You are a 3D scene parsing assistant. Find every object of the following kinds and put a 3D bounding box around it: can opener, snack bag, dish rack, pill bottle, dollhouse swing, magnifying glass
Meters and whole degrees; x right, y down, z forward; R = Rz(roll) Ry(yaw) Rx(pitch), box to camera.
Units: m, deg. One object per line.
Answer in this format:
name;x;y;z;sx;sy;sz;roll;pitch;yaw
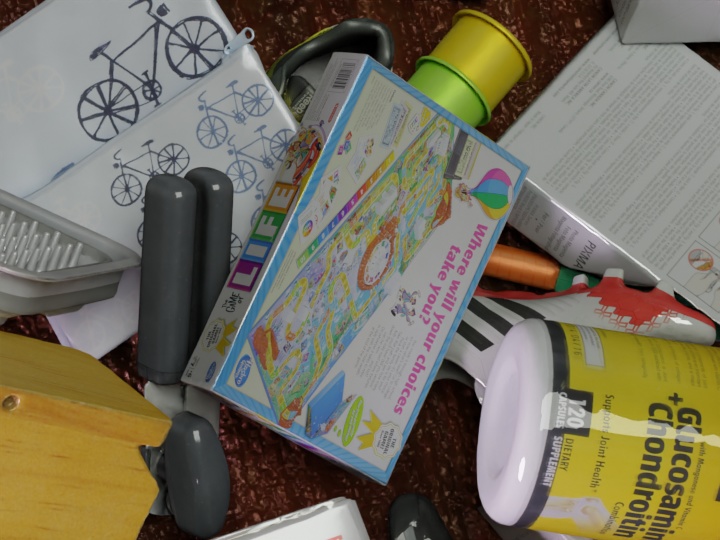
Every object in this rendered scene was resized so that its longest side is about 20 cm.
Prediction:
can opener;-0.087;0.047;1.298;0.053;0.067;0.201;-12;114;-42
snack bag;-0.135;-0.075;1.342;0.188;0.021;0.200;-32;83;10
dish rack;-0.230;-0.022;1.267;0.199;0.172;0.044;23;99;14
pill bottle;0.170;0.094;1.275;0.199;0.112;0.113;9;72;-10
dollhouse swing;-0.238;0.106;1.252;0.181;0.176;0.201;15;109;-36
magnifying glass;0.137;0.008;1.411;0.199;0.080;0.022;15;105;0

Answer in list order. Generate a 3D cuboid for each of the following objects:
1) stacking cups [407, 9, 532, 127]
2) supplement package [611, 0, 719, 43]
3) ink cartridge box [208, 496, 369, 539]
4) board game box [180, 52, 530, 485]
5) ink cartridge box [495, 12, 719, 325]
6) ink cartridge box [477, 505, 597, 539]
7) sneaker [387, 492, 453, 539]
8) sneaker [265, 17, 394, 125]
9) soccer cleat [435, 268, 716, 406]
stacking cups;0.023;-0.063;1.405;0.060;0.061;0.200;38;71;-1
supplement package;0.226;-0.263;1.439;0.150;0.152;0.201;-2;60;-14
ink cartridge box;-0.043;0.242;1.283;0.144;0.084;0.201;-17;80;-17
board game box;0.000;0.000;1.303;0.134;0.034;0.201;32;79;-34
ink cartridge box;0.189;-0.047;1.414;0.200;0.057;0.163;40;56;6
ink cartridge box;0.189;0.159;1.365;0.146;0.085;0.200;-39;84;-21
sneaker;0.093;0.207;1.319;0.115;0.075;0.201;-19;89;4
sneaker;-0.055;-0.080;1.370;0.074;0.085;0.200;41;75;0
soccer cleat;0.104;0.046;1.349;0.199;0.069;0.086;3;69;24
